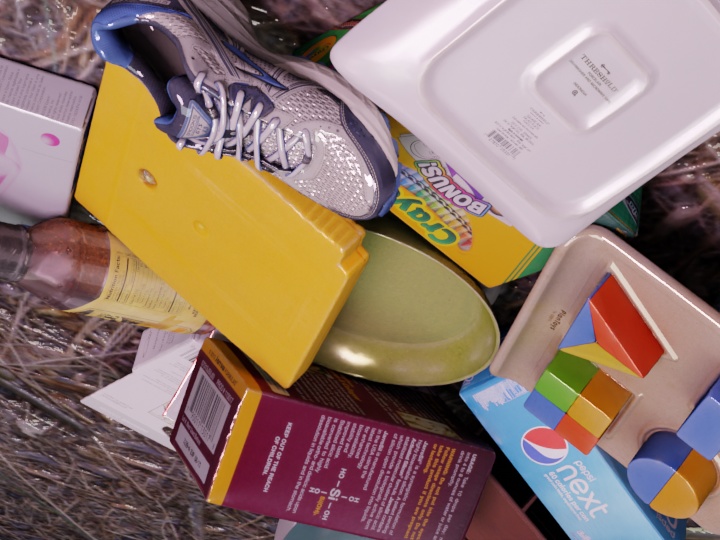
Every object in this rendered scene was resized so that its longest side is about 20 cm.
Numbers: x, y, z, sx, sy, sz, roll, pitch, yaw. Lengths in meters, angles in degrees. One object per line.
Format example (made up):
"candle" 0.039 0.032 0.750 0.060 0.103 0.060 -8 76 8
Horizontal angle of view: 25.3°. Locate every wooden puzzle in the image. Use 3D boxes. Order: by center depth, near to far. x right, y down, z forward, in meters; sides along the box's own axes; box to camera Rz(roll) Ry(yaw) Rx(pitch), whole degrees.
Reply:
"wooden puzzle" 0.181 0.081 0.995 0.199 0.046 0.186 34 147 9

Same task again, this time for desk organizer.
"desk organizer" 0.139 0.202 1.221 0.200 0.072 0.077 50 141 1

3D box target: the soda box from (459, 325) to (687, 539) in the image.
"soda box" 0.157 0.131 1.158 0.064 0.068 0.201 -27 110 29

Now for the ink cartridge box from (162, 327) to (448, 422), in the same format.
"ink cartridge box" -0.044 0.099 1.214 0.199 0.109 0.050 29 -172 -23

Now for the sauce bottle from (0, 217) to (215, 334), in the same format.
"sauce bottle" -0.184 -0.001 1.101 0.199 0.067 0.066 14 152 -34

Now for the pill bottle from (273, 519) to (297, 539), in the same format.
"pill bottle" 0.025 0.257 1.429 0.198 0.113 0.112 19 148 -9

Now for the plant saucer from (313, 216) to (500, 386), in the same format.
"plant saucer" 0.001 0.013 1.083 0.198 0.031 0.201 14 150 8

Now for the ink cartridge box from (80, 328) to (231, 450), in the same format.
"ink cartridge box" -0.101 0.109 1.310 0.199 0.044 0.173 32 144 -28

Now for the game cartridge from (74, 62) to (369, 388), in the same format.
"game cartridge" -0.091 -0.035 1.013 0.200 0.032 0.177 41 147 7

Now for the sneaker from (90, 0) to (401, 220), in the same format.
"sneaker" -0.069 -0.086 0.878 0.199 0.085 0.077 38 131 13

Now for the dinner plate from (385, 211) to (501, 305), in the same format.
"dinner plate" 0.000 0.000 1.125 0.198 0.024 0.201 10 147 6

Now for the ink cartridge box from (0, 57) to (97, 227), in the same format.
"ink cartridge box" -0.288 -0.084 1.081 0.198 0.044 0.197 16 148 -8

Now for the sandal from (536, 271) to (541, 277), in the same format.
"sandal" 0.159 0.032 1.094 0.075 0.045 0.200 -8 142 29

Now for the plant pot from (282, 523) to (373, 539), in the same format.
"plant pot" 0.030 0.275 1.287 0.199 0.202 0.161 19 168 -9

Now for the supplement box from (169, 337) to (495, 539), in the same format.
"supplement box" -0.021 0.124 1.135 0.199 0.086 0.110 17 -170 -25

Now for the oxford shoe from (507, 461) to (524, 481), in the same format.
"oxford shoe" 0.195 0.141 1.231 0.198 0.072 0.073 -8 137 31

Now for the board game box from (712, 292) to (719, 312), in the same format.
"board game box" 0.276 0.086 1.080 0.102 0.106 0.201 13 148 1

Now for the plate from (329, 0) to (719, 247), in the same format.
"plate" 0.118 -0.107 0.843 0.199 0.032 0.199 -36 127 23

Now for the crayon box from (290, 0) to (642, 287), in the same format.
"crayon box" 0.062 -0.076 0.950 0.118 0.059 0.200 -21 135 41
